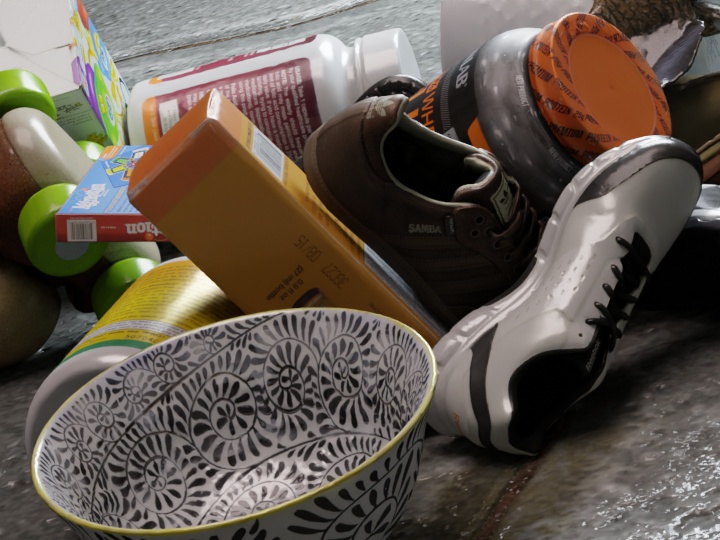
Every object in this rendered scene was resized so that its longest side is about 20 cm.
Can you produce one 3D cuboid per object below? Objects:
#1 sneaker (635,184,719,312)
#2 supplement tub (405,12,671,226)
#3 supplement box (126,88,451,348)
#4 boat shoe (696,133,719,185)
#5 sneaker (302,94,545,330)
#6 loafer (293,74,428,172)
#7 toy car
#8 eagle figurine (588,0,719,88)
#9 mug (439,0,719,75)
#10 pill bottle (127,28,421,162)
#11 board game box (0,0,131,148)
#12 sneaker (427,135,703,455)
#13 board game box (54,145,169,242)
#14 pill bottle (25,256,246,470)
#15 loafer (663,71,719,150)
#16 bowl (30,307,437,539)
[{"bbox_3d":[0.205,-0.023,1.519,0.083,0.072,0.200,-41,26,-23],"label":"sneaker"},{"bbox_3d":[0.074,-0.057,1.576,0.200,0.123,0.122,-34,4,37],"label":"supplement tub"},{"bbox_3d":[-0.031,-0.001,1.478,0.066,0.200,0.069,-42,12,12],"label":"supplement box"},{"bbox_3d":[0.261,-0.061,1.604,0.199,0.068,0.072,-28,-22,19],"label":"boat shoe"},{"bbox_3d":[0.062,-0.018,1.473,0.075,0.199,0.071,-32,30,48],"label":"sneaker"},{"bbox_3d":[-0.016,-0.046,1.768,0.200,0.073,0.071,-39,-8,18],"label":"loafer"},{"bbox_3d":[-0.242,0.003,1.794,0.200,0.158,0.165,-37,42,6],"label":"toy car"},{"bbox_3d":[0.156,-0.150,1.735,0.201,0.151,0.151,-54,47,4],"label":"eagle figurine"},{"bbox_3d":[0.153,-0.179,1.865,0.174,0.201,0.148,-1,35,20],"label":"mug"},{"bbox_3d":[-0.055,-0.101,1.963,0.199,0.115,0.114,-13,17,10],"label":"pill bottle"},{"bbox_3d":[-0.219,-0.102,1.946,0.104,0.200,0.104,-15,58,6],"label":"board game box"},{"bbox_3d":[0.119,0.018,1.443,0.200,0.074,0.080,-51,35,-7],"label":"sneaker"},{"bbox_3d":[-0.118,-0.048,1.671,0.102,0.020,0.200,1,14,4],"label":"board game box"},{"bbox_3d":[-0.096,0.059,1.508,0.112,0.114,0.200,-10,18,20],"label":"pill bottle"},{"bbox_3d":[0.225,-0.088,1.725,0.067,0.076,0.200,-35,7,-20],"label":"loafer"},{"bbox_3d":[-0.050,0.107,1.328,0.199,0.095,0.201,-12,26,6],"label":"bowl"}]
